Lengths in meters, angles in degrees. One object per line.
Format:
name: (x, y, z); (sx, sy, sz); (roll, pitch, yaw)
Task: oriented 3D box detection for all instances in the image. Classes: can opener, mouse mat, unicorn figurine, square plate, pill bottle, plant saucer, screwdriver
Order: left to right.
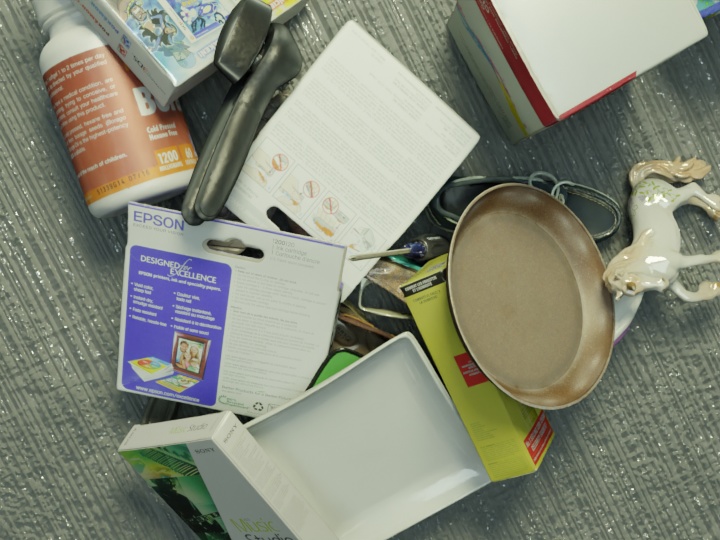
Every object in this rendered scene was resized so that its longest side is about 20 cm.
pill bottle: (-0.227, -0.159, 0.841); (0.111, 0.112, 0.203); (-19, 95, -1)
can opener: (-0.107, -0.130, 0.779); (0.078, 0.063, 0.202); (23, 78, -20)
mouse mat: (-0.005, 0.175, 0.877); (0.160, 0.008, 0.201); (25, 110, -21)
square plate: (0.004, 0.170, 0.856); (0.198, 0.029, 0.199); (-30, 119, 7)
screwdriver: (0.035, -0.021, 0.829); (0.028, 0.199, 0.029); (-28, 76, 26)
plant saucer: (0.147, 0.023, 0.812); (0.198, 0.032, 0.203); (11, 70, -33)
unicorn figurine: (0.291, -0.025, 0.869); (0.135, 0.202, 0.074); (8, 137, -7)

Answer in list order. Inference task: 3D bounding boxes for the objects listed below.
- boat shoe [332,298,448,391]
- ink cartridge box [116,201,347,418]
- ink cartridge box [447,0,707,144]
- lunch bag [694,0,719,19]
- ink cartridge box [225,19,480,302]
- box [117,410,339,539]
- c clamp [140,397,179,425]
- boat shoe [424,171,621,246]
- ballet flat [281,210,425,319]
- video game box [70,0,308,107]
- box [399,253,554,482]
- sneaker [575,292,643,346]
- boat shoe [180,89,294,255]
boat shoe: (0.027, 0.099, 0.889); (0.200, 0.072, 0.072); (42, 92, -4)
ink cartridge box: (-0.118, 0.038, 0.834); (0.195, 0.044, 0.202); (12, 118, 0)
ink cartridge box: (0.178, -0.216, 0.811); (0.144, 0.200, 0.146); (-30, 92, -1)
lunch bag: (0.304, -0.316, 0.808); (0.126, 0.200, 0.172); (-28, 95, 0)
ink cartridge box: (-0.013, -0.098, 0.838); (0.160, 0.047, 0.201); (39, 96, -10)
box: (-0.114, 0.215, 0.840); (0.143, 0.036, 0.201); (-15, 119, 41)
c clamp: (-0.135, 0.140, 0.909); (0.198, 0.027, 0.173); (25, 92, -3)
boat shoe: (0.162, -0.059, 0.889); (0.197, 0.062, 0.076); (11, 92, -3)
ballet flat: (0.000, 0.000, 0.886); (0.198, 0.068, 0.068); (27, 99, -2)
video game box: (-0.163, -0.271, 0.819); (0.182, 0.047, 0.200); (47, 55, -3)
box: (0.109, 0.085, 0.836); (0.050, 0.075, 0.202); (-21, 97, 31)
sneaker: (0.188, 0.050, 0.890); (0.199, 0.075, 0.100); (-37, 96, 1)
boat shoe: (-0.106, -0.080, 0.873); (0.074, 0.073, 0.200); (41, 86, -8)
